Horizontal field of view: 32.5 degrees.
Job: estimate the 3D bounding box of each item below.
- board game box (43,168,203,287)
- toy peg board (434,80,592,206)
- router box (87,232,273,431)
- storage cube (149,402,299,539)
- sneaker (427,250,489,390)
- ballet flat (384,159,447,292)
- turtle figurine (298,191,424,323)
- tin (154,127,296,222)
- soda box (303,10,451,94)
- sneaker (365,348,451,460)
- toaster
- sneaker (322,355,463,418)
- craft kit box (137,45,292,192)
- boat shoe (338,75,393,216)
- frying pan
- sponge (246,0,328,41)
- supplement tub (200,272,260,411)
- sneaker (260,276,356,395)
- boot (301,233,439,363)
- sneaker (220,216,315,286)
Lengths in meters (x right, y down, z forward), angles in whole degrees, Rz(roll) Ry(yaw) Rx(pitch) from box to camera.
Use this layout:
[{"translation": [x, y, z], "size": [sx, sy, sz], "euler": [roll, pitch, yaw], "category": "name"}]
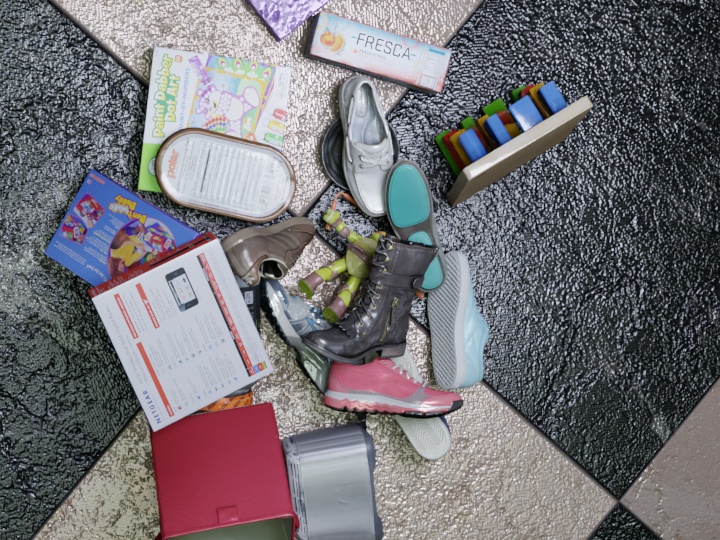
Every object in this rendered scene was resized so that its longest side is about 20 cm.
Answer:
[{"translation": [-0.317, -0.032, 1.674], "size": [0.199, 0.045, 0.135], "euler": [31, 91, 23], "category": "board game box"}, {"translation": [0.198, -0.197, 1.734], "size": [0.199, 0.199, 0.098], "euler": [-31, 85, -6], "category": "toy peg board"}, {"translation": [-0.232, 0.079, 1.608], "size": [0.178, 0.049, 0.201], "euler": [-25, 109, -13], "category": "router box"}, {"translation": [-0.189, 0.311, 1.685], "size": [0.198, 0.181, 0.172], "euler": [-8, 141, -8], "category": "storage cube"}, {"translation": [0.150, 0.073, 1.819], "size": [0.081, 0.074, 0.202], "euler": [2, 91, -40], "category": "sneaker"}, {"translation": [0.077, -0.067, 1.759], "size": [0.067, 0.064, 0.202], "euler": [-14, 110, 4], "category": "ballet flat"}, {"translation": [0.000, 0.000, 1.754], "size": [0.161, 0.064, 0.200], "euler": [-45, 106, -24], "category": "turtle figurine"}, {"translation": [-0.185, -0.132, 1.703], "size": [0.198, 0.042, 0.113], "euler": [12, 90, -11], "category": "tin"}, {"translation": [0.024, -0.307, 1.746], "size": [0.198, 0.068, 0.064], "euler": [15, 93, -12], "category": "soda box"}, {"translation": [0.069, 0.189, 1.811], "size": [0.074, 0.085, 0.201], "euler": [-27, 76, 4], "category": "sneaker"}, {"translation": [-0.042, 0.303, 1.773], "size": [0.128, 0.114, 0.202], "euler": [-7, 100, -10], "category": "toaster"}, {"translation": [0.047, 0.160, 1.731], "size": [0.198, 0.074, 0.088], "euler": [4, 81, 4], "category": "sneaker"}, {"translation": [-0.204, -0.200, 1.732], "size": [0.195, 0.049, 0.202], "euler": [6, 95, -8], "category": "craft kit box"}, {"translation": [0.011, -0.170, 1.728], "size": [0.070, 0.069, 0.202], "euler": [-15, 102, -11], "category": "boat shoe"}, {"translation": [0.035, -0.162, 1.782], "size": [0.188, 0.031, 0.116], "euler": [13, 95, -14], "category": "frying pan"}, {"translation": [-0.134, -0.433, 1.726], "size": [0.111, 0.030, 0.200], "euler": [-40, 100, -4], "category": "sponge"}, {"translation": [-0.199, 0.088, 1.721], "size": [0.121, 0.123, 0.202], "euler": [-1, 95, -10], "category": "supplement tub"}, {"translation": [-0.075, 0.078, 1.774], "size": [0.086, 0.078, 0.201], "euler": [-36, 110, -11], "category": "sneaker"}, {"translation": [0.014, 0.032, 1.688], "size": [0.199, 0.069, 0.176], "euler": [-2, 113, -44], "category": "boot"}, {"translation": [-0.119, -0.021, 1.698], "size": [0.070, 0.199, 0.076], "euler": [-32, 81, 32], "category": "sneaker"}]
